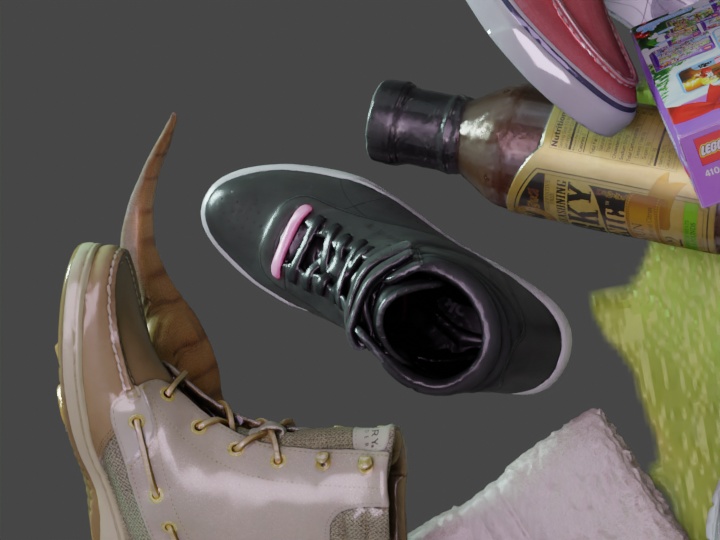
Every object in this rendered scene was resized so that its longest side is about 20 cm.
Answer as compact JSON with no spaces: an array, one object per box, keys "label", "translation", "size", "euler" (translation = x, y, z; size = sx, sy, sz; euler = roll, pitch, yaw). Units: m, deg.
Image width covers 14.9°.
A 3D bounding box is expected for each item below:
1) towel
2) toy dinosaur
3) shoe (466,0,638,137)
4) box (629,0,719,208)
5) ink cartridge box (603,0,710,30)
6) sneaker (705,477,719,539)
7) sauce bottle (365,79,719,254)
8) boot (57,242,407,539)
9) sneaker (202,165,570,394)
[{"label":"towel","translation":[0.117,0.180,1.308],"size":[0.132,0.034,0.201],"euler":[-36,77,11]},{"label":"toy dinosaur","translation":[-0.104,0.031,1.376],"size":[0.106,0.060,0.201],"euler":[-19,97,6]},{"label":"shoe","translation":[0.086,-0.164,1.268],"size":[0.091,0.071,0.201],"euler":[-42,69,22]},{"label":"box","translation":[0.227,-0.104,1.220],"size":[0.199,0.137,0.039],"euler":[-21,114,6]},{"label":"ink cartridge box","translation":[0.105,-0.194,1.327],"size":[0.200,0.039,0.100],"euler":[35,99,16]},{"label":"sneaker","translation":[0.206,0.084,1.246],"size":[0.081,0.088,0.202],"euler":[6,90,0]},{"label":"sauce bottle","translation":[0.101,-0.054,1.309],"size":[0.199,0.065,0.065],"euler":[12,91,19]},{"label":"boot","translation":[-0.057,0.077,1.303],"size":[0.154,0.072,0.201],"euler":[-7,104,15]},{"label":"sneaker","translation":[0.000,0.000,1.311],"size":[0.199,0.099,0.071],"euler":[26,97,18]}]
